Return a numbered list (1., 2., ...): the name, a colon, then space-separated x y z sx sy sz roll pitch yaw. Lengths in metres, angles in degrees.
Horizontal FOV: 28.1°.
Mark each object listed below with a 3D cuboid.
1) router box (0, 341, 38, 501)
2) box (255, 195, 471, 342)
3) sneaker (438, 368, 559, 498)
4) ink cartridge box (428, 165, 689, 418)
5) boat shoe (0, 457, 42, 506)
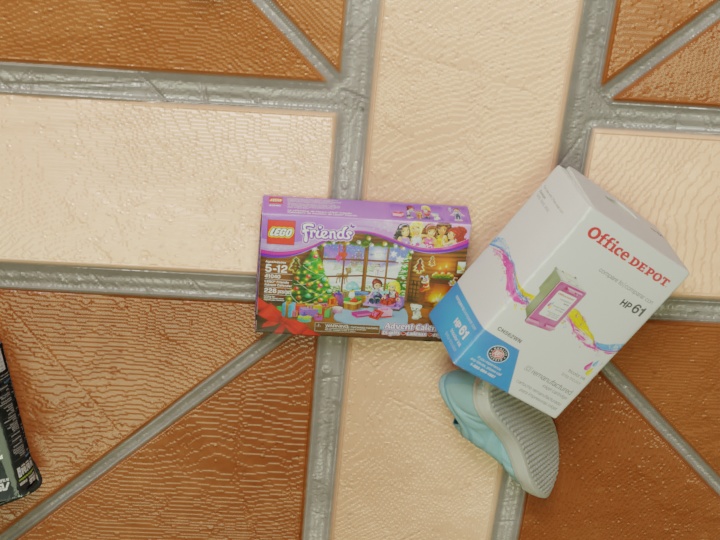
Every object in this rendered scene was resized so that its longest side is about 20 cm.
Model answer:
1. router box: -0.438 0.167 1.429 0.200 0.062 0.150 -13 98 5
2. box: 0.000 0.000 1.388 0.199 0.039 0.137 3 122 -4
3. sneaker: 0.143 0.162 1.491 0.082 0.074 0.200 6 140 38
4. ink cartridge box: 0.187 0.022 1.361 0.144 0.085 0.200 29 110 -30
5. boat shoe: -0.428 0.241 1.508 0.200 0.069 0.057 -24 120 10
